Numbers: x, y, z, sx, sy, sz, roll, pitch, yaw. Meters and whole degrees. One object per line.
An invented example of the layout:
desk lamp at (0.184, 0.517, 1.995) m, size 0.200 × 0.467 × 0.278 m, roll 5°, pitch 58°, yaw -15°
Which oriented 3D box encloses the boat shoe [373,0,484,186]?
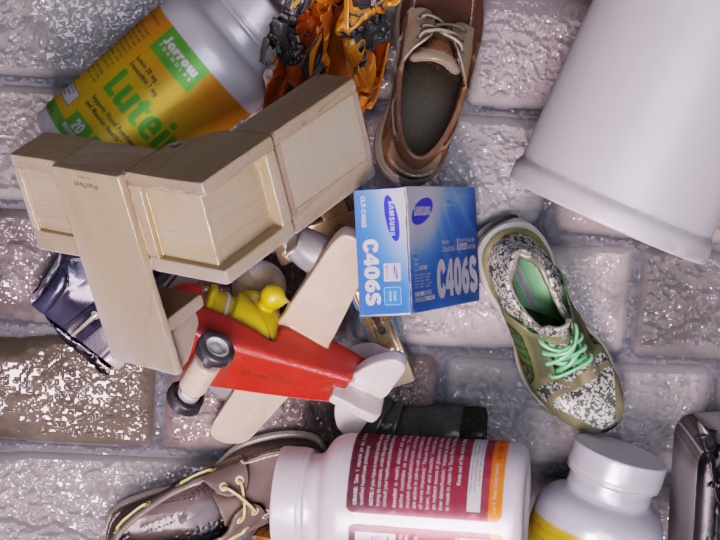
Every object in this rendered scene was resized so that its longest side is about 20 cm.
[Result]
boat shoe at (0.061, -0.167, 1.606) m, size 0.075 × 0.072 × 0.202 m, roll 10°, pitch 80°, yaw -8°

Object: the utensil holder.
utensil holder at (0.232, -0.130, 1.603) m, size 0.169 × 0.170 × 0.201 m, roll 22°, pitch 96°, yaw -9°

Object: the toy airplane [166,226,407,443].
toy airplane at (-0.061, 0.051, 1.623) m, size 0.198 × 0.142 × 0.200 m, roll -20°, pitch 139°, yaw 9°

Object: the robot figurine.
robot figurine at (-0.020, -0.167, 1.564) m, size 0.058 × 0.145 × 0.201 m, roll 30°, pitch 131°, yaw 22°

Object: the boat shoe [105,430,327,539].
boat shoe at (-0.117, 0.193, 1.690) m, size 0.198 × 0.060 × 0.072 m, roll -21°, pitch 102°, yaw 0°

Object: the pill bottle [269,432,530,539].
pill bottle at (0.033, 0.187, 1.622) m, size 0.198 × 0.113 × 0.114 m, roll 3°, pitch 102°, yaw 8°

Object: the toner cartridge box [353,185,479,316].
toner cartridge box at (0.046, -0.017, 1.583) m, size 0.043 × 0.200 × 0.096 m, roll -3°, pitch 92°, yaw 18°

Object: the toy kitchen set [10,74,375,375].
toy kitchen set at (-0.116, -0.040, 1.526) m, size 0.180 × 0.199 × 0.164 m, roll -38°, pitch 125°, yaw -40°

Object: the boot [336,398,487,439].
boot at (0.036, 0.199, 1.712) m, size 0.129 × 0.068 × 0.202 m, roll 5°, pitch 98°, yaw 4°

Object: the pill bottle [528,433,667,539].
pill bottle at (0.186, 0.244, 1.700) m, size 0.111 × 0.112 × 0.202 m, roll 15°, pitch 100°, yaw -8°

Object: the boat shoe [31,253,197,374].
boat shoe at (-0.178, -0.017, 1.634) m, size 0.093 × 0.075 × 0.200 m, roll 37°, pitch 97°, yaw -18°

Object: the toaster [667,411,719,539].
toaster at (0.350, 0.207, 1.703) m, size 0.179 × 0.119 × 0.202 m, roll 0°, pitch 102°, yaw -6°

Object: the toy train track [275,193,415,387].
toy train track at (0.000, 0.000, 1.673) m, size 0.114 × 0.033 × 0.201 m, roll -19°, pitch 107°, yaw 9°

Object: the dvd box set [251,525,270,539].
dvd box set at (0.004, 0.298, 1.699) m, size 0.198 × 0.029 × 0.148 m, roll 8°, pitch 105°, yaw 16°

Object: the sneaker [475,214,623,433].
sneaker at (0.155, 0.054, 1.671) m, size 0.077 × 0.089 × 0.201 m, roll -32°, pitch 103°, yaw 2°

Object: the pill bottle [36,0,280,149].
pill bottle at (-0.144, -0.143, 1.593) m, size 0.200 × 0.111 × 0.111 m, roll -41°, pitch 102°, yaw 4°
